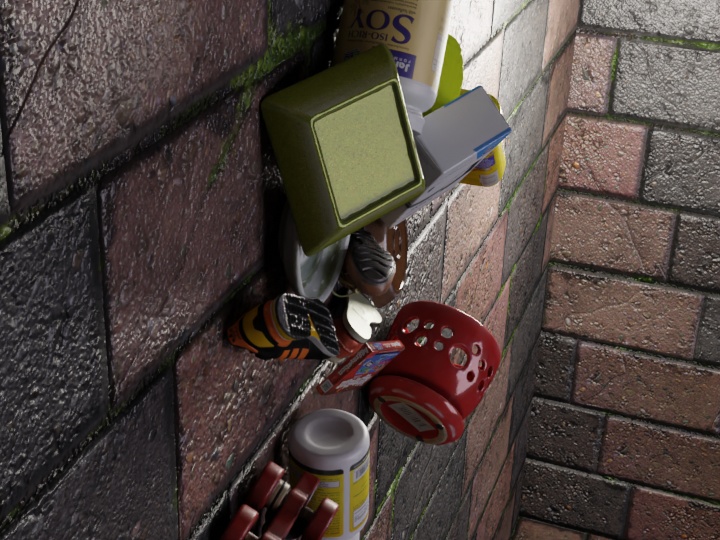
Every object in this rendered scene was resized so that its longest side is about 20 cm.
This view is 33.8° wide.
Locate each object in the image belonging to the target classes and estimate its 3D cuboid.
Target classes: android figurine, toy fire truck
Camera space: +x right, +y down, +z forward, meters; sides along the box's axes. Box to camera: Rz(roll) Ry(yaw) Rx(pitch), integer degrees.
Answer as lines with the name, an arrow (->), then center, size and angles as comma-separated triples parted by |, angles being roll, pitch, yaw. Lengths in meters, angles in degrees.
android figurine -> 0.078, -0.298, 1.687 | 0.199, 0.041, 0.184 | 27, 71, -40
toy fire truck -> -0.120, 0.358, 1.527 | 0.169, 0.111, 0.200 | -62, 176, 38

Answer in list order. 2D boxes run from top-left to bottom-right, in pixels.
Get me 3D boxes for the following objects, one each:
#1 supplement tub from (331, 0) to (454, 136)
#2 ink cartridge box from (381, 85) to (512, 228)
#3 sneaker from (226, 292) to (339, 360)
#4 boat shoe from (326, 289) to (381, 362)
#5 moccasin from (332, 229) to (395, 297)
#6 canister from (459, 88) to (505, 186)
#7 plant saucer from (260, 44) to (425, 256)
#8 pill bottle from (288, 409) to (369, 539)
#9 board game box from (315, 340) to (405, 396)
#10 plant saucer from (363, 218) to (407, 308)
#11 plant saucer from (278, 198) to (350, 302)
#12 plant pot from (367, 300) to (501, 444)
supplement tub -> 0.038, -0.287, 1.538 | 0.145, 0.144, 0.203 | 11, 89, -73
ink cartridge box -> 0.104, -0.160, 1.700 | 0.144, 0.084, 0.200 | -33, 175, -29
sneaker -> -0.094, 0.076, 1.443 | 0.200, 0.089, 0.071 | 29, 45, -68
boat shoe -> -0.016, 0.079, 1.734 | 0.063, 0.071, 0.200 | -45, -174, 15
moccasin -> -0.002, 0.000, 1.636 | 0.201, 0.073, 0.079 | -130, -124, -67
canister -> 0.172, -0.224, 2.017 | 0.200, 0.147, 0.087 | 64, 40, -67
plant saucer -> -0.004, -0.143, 1.417 | 0.199, 0.048, 0.202 | -30, 116, -31
pill bottle -> -0.044, 0.306, 1.671 | 0.113, 0.111, 0.202 | -55, 151, -53
board game box -> 0.003, 0.147, 1.808 | 0.103, 0.020, 0.200 | -41, 168, 11
plant saucer -> 0.043, -0.043, 1.835 | 0.200, 0.034, 0.203 | -1, 90, -75
plant saucer -> -0.063, -0.055, 1.515 | 0.200, 0.050, 0.203 | 12, 90, -73
plant pot -> 0.117, 0.182, 2.019 | 0.183, 0.199, 0.201 | -60, 156, -28
